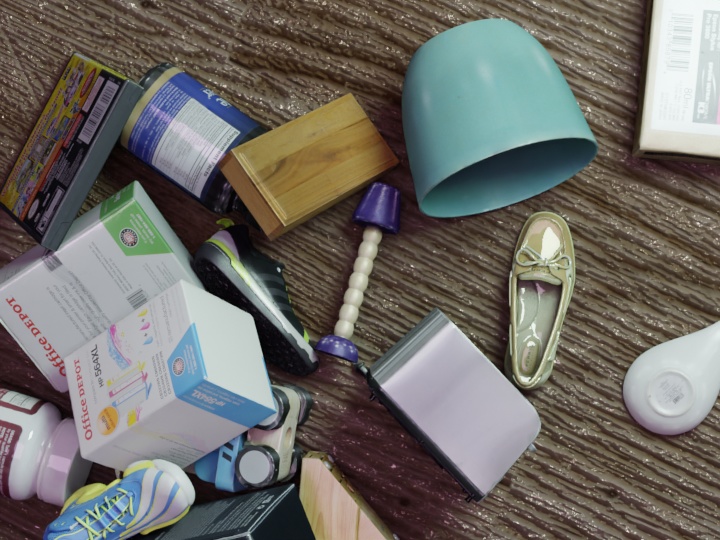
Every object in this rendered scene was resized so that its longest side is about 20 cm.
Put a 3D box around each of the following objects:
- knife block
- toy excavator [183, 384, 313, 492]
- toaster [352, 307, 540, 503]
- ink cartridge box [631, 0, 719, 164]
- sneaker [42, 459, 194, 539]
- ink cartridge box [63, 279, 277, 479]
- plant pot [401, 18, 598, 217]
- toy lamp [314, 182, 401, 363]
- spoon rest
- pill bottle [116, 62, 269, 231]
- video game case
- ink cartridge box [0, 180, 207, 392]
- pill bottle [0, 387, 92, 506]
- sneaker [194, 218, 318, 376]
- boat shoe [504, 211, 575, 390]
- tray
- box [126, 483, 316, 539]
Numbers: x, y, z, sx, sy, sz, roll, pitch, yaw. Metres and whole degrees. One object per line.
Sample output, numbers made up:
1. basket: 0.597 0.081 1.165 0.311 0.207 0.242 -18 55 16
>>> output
1. knife block: -0.050 0.329 1.461 0.175 0.064 0.200 -40 87 2
2. toy excavator: -0.171 0.205 1.470 0.199 0.100 0.195 10 91 19
3. toaster: 0.094 0.136 1.398 0.119 0.181 0.200 -44 87 0
4. ink cartridge box: 0.391 -0.218 1.431 0.164 0.075 0.201 5 89 6
5. sneaker: -0.257 0.262 1.348 0.200 0.105 0.076 -27 103 41
6. ink cartridge box: -0.214 0.128 1.392 0.200 0.125 0.129 -33 54 20
7. plant pot: 0.134 -0.170 1.398 0.200 0.201 0.162 -18 75 4
8. toy lamp: 0.000 0.000 1.460 0.058 0.058 0.201 18 83 5
9. spoon rest: 0.379 0.100 1.442 0.200 0.061 0.099 -44 84 16
10. pill bottle: -0.168 -0.134 1.456 0.200 0.112 0.112 35 92 4
11. video game case: -0.327 -0.137 1.450 0.025 0.181 0.201 27 92 -36
12. ink cartridge box: -0.293 0.018 1.455 0.200 0.084 0.146 -32 111 4
13. pill bottle: -0.407 0.191 1.469 0.199 0.114 0.115 17 90 5
14. sneaker: -0.100 0.026 1.467 0.200 0.072 0.083 52 55 -13
15. boat shoe: 0.197 0.032 1.444 0.073 0.063 0.202 12 85 6
16. tray: -0.052 -0.117 1.417 0.099 0.200 0.037 54 137 3
17. box: -0.139 0.355 1.377 0.196 0.124 0.201 -16 99 25
